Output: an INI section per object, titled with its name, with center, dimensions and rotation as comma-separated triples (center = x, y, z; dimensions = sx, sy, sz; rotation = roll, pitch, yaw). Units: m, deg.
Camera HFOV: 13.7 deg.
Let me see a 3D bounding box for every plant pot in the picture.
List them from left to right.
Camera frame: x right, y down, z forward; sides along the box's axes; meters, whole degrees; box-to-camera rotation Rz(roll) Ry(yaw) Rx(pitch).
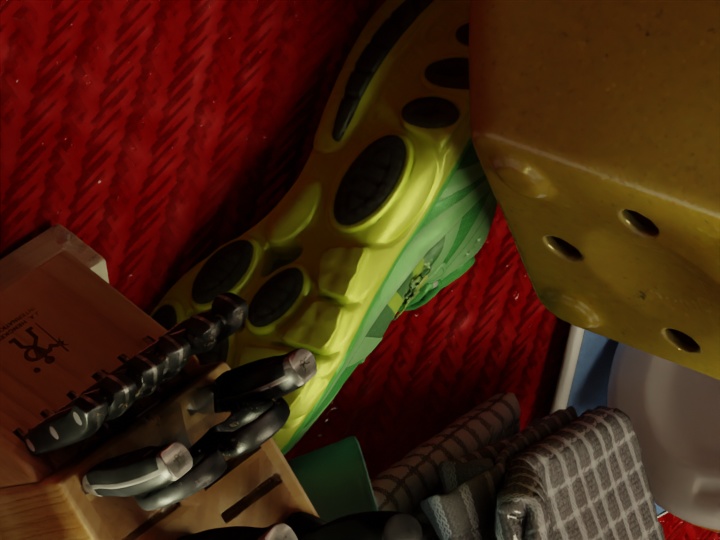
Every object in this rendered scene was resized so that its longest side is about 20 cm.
[plant pot]
center = 0.138, -0.074, 0.955
dimensions = 0.201, 0.195, 0.194
rotation = -57, 150, -19

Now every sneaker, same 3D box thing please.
[sneaker]
center = 0.000, 0.000, 0.999
dimensions = 0.200, 0.074, 0.084
rotation = -53, 144, -1

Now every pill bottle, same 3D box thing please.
[pill bottle]
center = 0.193, 0.065, 1.250
dimensions = 0.112, 0.112, 0.200
rotation = -58, 147, 7

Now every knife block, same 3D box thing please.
[knife block]
center = -0.051, 0.085, 0.870
dimensions = 0.064, 0.175, 0.201
rotation = -34, 144, -25

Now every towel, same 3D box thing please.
[towel]
center = 0.072, 0.153, 1.112
dimensions = 0.165, 0.085, 0.201
rotation = -26, 102, -62

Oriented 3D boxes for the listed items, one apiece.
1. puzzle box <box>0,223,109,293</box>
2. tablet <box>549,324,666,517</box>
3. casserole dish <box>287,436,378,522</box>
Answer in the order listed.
[puzzle box]
center = -0.130, 0.093, 0.965
dimensions = 0.133, 0.025, 0.201
rotation = -35, 144, -28
[tablet]
center = 0.122, 0.036, 1.248
dimensions = 0.130, 0.014, 0.201
rotation = -24, 137, -38
[casserole dish]
center = -0.012, 0.128, 0.945
dimensions = 0.039, 0.200, 0.122
rotation = -2, 105, -4
